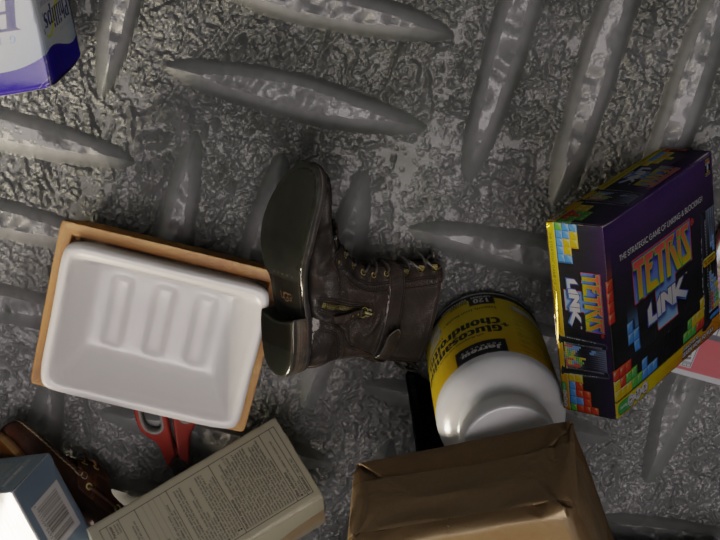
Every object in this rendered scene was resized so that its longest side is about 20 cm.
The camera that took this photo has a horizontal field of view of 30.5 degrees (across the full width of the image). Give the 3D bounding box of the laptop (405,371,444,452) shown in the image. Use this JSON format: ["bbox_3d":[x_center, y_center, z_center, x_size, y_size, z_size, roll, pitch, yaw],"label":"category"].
[{"bbox_3d":[0.101,0.215,1.200,0.198,0.178,0.104,32,107,-14],"label":"laptop"}]

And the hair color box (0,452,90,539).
[{"bbox_3d":[-0.350,0.232,1.215,0.197,0.061,0.100,-11,114,31],"label":"hair color box"}]

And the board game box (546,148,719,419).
[{"bbox_3d":[0.236,0.006,1.114,0.056,0.199,0.168,9,117,38],"label":"board game box"}]

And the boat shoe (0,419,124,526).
[{"bbox_3d":[-0.267,0.215,1.254,0.070,0.070,0.201,-44,109,-27],"label":"boat shoe"}]

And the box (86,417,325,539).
[{"bbox_3d":[-0.137,0.232,1.199,0.198,0.096,0.078,-28,155,-13],"label":"box"}]

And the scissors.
[{"bbox_3d":[-0.181,0.187,1.272,0.072,0.014,0.203,1,112,-4],"label":"scissors"}]

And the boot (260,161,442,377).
[{"bbox_3d":[0.000,0.000,1.150,0.172,0.069,0.203,-7,113,-36],"label":"boot"}]

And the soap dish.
[{"bbox_3d":[-0.181,0.045,1.178,0.197,0.081,0.160,14,110,-6],"label":"soap dish"}]

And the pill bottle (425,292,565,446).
[{"bbox_3d":[0.117,0.106,1.145,0.110,0.201,0.114,-1,112,-2],"label":"pill bottle"}]

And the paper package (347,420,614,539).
[{"bbox_3d":[0.105,0.237,1.042,0.188,0.104,0.202,-13,122,19],"label":"paper package"}]

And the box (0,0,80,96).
[{"bbox_3d":[-0.339,-0.240,1.049,0.181,0.105,0.203,-8,112,2],"label":"box"}]

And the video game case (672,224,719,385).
[{"bbox_3d":[0.380,0.019,1.216,0.141,0.017,0.203,15,110,-7],"label":"video game case"}]
